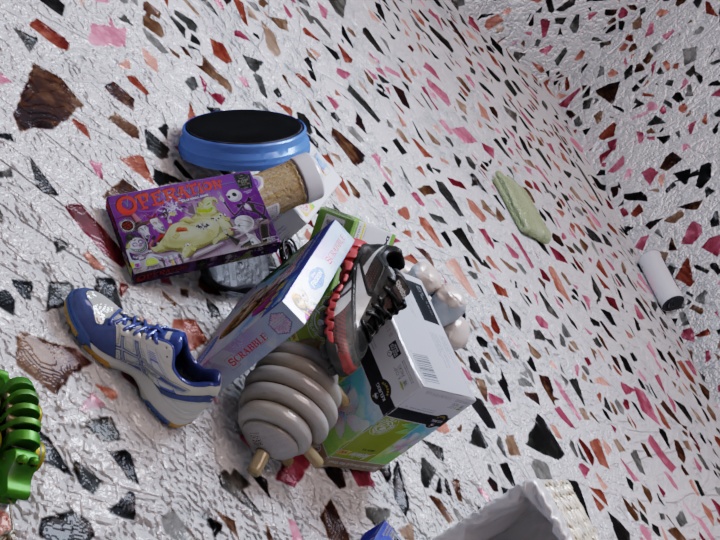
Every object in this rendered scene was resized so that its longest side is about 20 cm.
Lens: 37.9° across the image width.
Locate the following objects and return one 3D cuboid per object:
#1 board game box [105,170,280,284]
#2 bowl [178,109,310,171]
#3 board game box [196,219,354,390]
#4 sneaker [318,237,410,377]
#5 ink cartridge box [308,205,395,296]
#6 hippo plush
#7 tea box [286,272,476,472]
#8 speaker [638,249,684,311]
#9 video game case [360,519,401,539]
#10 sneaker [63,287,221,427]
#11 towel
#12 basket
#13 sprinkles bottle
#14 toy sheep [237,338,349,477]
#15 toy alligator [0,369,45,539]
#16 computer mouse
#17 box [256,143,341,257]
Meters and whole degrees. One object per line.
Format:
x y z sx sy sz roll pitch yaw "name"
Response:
-0.213 -0.058 1.343 0.197 0.033 0.121 -14 59 -26 "board game box"
-0.172 -0.198 1.563 0.197 0.040 0.201 2 24 -1 "bowl"
-0.111 0.049 1.273 0.041 0.199 0.201 45 32 -10 "board game box"
0.009 0.042 1.289 0.071 0.096 0.203 66 30 -44 "sneaker"
0.000 0.000 1.615 0.075 0.150 0.199 22 4 38 "ink cartridge box"
0.052 0.086 1.602 0.160 0.198 0.161 -40 113 -39 "hippo plush"
0.015 0.133 1.415 0.133 0.196 0.202 18 39 -49 "tea box"
0.981 0.034 3.424 0.081 0.081 0.202 29 33 -41 "speaker"
0.045 0.426 1.261 0.182 0.045 0.200 53 24 -2 "video game case"
-0.237 0.080 1.172 0.200 0.088 0.076 44 27 -14 "sneaker"
0.423 -0.166 2.748 0.147 0.036 0.202 21 39 -49 "towel"
0.233 0.409 1.434 0.160 0.199 0.200 8 49 -59 "basket"
-0.148 -0.096 1.446 0.069 0.197 0.069 56 -19 31 "sprinkles bottle"
-0.086 0.166 1.282 0.138 0.137 0.202 41 48 -23 "toy sheep"
-0.313 0.165 0.959 0.059 0.054 0.202 26 35 -43 "toy alligator"
-0.154 0.027 1.452 0.198 0.046 0.143 -1 79 -52 "computer mouse"
-0.121 -0.112 1.606 0.102 0.112 0.200 48 25 -8 "box"
